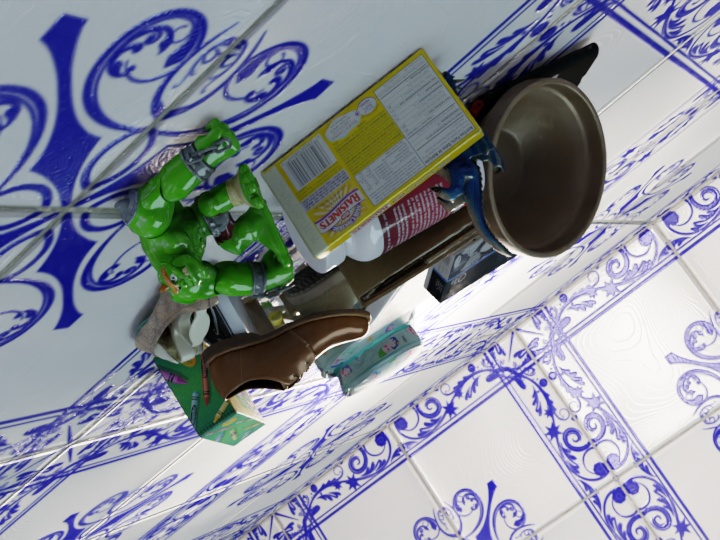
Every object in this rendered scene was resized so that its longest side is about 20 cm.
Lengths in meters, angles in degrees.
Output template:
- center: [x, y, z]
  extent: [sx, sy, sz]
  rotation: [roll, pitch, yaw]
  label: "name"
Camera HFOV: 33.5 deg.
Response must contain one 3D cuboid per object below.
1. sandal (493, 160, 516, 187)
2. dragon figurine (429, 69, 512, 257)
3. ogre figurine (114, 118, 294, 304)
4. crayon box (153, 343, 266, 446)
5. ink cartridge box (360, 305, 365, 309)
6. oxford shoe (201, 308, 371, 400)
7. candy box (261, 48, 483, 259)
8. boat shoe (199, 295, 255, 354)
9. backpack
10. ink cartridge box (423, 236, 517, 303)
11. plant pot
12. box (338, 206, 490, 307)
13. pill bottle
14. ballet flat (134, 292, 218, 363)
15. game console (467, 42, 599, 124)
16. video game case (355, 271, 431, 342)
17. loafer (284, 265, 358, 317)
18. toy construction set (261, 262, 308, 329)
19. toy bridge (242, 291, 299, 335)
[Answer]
- center: [0.153, -0.105, 1.447]
  extent: [0.200, 0.058, 0.080]
  rotation: [-30, -172, -26]
  label: "sandal"
- center: [0.103, -0.113, 1.165]
  extent: [0.099, 0.200, 0.059]
  rotation: [-42, 153, 2]
  label: "dragon figurine"
- center: [-0.136, -0.034, 1.056]
  extent: [0.119, 0.099, 0.200]
  rotation: [-24, 159, -1]
  label: "ogre figurine"
- center: [-0.193, 0.160, 1.563]
  extent: [0.058, 0.119, 0.200]
  rotation: [-34, 167, -1]
  label: "crayon box"
- center: [0.064, -0.044, 1.562]
  extent: [0.199, 0.076, 0.148]
  rotation: [-33, 167, -13]
  label: "ink cartridge box"
- center: [-0.075, 0.097, 1.358]
  extent: [0.198, 0.072, 0.071]
  rotation: [-19, 158, -10]
  label: "oxford shoe"
- center: [0.010, -0.110, 1.144]
  extent: [0.199, 0.103, 0.026]
  rotation: [-36, 168, 9]
  label: "candy box"
- center: [-0.165, 0.058, 1.381]
  extent: [0.067, 0.074, 0.200]
  rotation: [-17, 160, -3]
  label: "boat shoe"
- center: [0.004, 0.089, 1.763]
  extent: [0.176, 0.151, 0.200]
  rotation: [-31, 162, -9]
  label: "backpack"
- center: [0.168, -0.042, 1.502]
  extent: [0.199, 0.039, 0.100]
  rotation: [-32, 152, -28]
  label: "ink cartridge box"
- center: [0.186, -0.119, 1.373]
  extent: [0.200, 0.203, 0.092]
  rotation: [-26, -158, -33]
  label: "plant pot"
- center: [0.042, -0.047, 1.356]
  extent: [0.163, 0.021, 0.200]
  rotation: [-34, -152, -1]
  label: "box"
- center: [0.023, -0.081, 1.254]
  extent: [0.199, 0.113, 0.113]
  rotation: [-31, 167, -19]
  label: "pill bottle"
- center: [-0.201, 0.062, 1.310]
  extent: [0.068, 0.068, 0.200]
  rotation: [-26, 165, -29]
  label: "ballet flat"
- center: [0.187, -0.195, 1.460]
  extent: [0.199, 0.031, 0.177]
  rotation: [-29, 162, -27]
  label: "game console"
- center: [0.086, 0.008, 1.576]
  extent: [0.181, 0.023, 0.200]
  rotation: [-31, 166, -30]
  label: "video game case"
- center: [0.000, 0.000, 1.430]
  extent: [0.199, 0.069, 0.076]
  rotation: [-30, -149, -17]
  label: "loafer"
- center: [-0.066, 0.039, 1.539]
  extent: [0.130, 0.093, 0.200]
  rotation: [-6, 153, -29]
  label: "toy construction set"
- center: [-0.128, 0.067, 1.507]
  extent: [0.027, 0.068, 0.200]
  rotation: [-23, 164, -38]
  label: "toy bridge"
